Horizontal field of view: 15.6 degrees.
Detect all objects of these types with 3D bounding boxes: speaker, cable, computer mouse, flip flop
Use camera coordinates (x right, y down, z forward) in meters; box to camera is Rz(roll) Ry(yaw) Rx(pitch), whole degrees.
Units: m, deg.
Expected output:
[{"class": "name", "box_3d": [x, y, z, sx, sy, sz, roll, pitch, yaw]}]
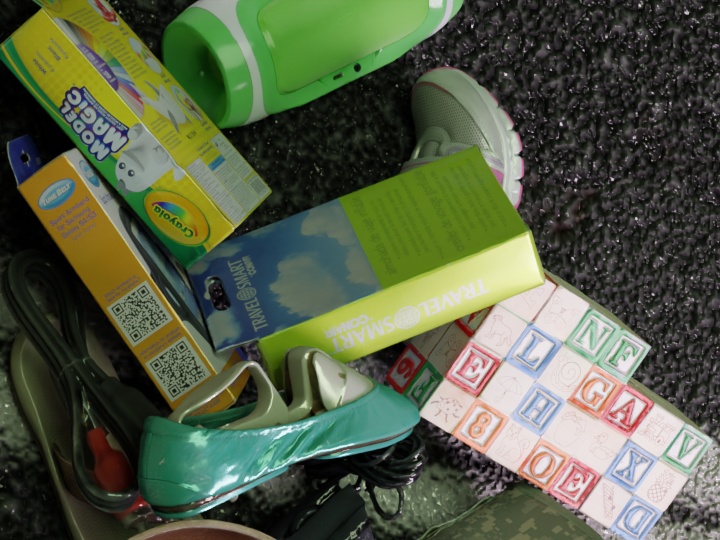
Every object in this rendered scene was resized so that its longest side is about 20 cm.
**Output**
[{"class": "speaker", "box_3d": [-0.028, -0.161, 1.690, 0.199, 0.088, 0.089, -28, 90, -31]}, {"class": "cable", "box_3d": [-0.161, 0.079, 1.532, 0.097, 0.050, 0.200, -26, 65, -42]}, {"class": "computer mouse", "box_3d": [-0.043, 0.179, 1.575, 0.053, 0.138, 0.201, 30, 75, -26]}, {"class": "flip flop", "box_3d": [-0.144, 0.115, 1.567, 0.081, 0.058, 0.201, -25, 89, -31]}]

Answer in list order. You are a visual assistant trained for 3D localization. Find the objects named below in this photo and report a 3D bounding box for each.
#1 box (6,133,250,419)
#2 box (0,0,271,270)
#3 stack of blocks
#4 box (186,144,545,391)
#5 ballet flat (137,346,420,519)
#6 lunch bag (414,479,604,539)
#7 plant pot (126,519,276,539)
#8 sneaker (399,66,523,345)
[{"class": "box", "box_3d": [-0.138, -0.003, 1.570, 0.041, 0.119, 0.201, -32, 95, 6]}, {"class": "box", "box_3d": [-0.144, -0.099, 1.590, 0.200, 0.048, 0.117, 51, 15, -3]}, {"class": "stack of blocks", "box_3d": [0.130, 0.077, 1.673, 0.200, 0.059, 0.115, 33, 96, -30]}, {"class": "box", "box_3d": [0.000, 0.000, 1.598, 0.199, 0.122, 0.048, -21, 123, -4]}, {"class": "ballet flat", "box_3d": [-0.043, 0.082, 1.504, 0.199, 0.067, 0.071, -17, 108, -38]}, {"class": "lunch bag", "box_3d": [0.092, 0.244, 1.627, 0.164, 0.118, 0.201, -30, 85, -30]}, {"class": "plant pot", "box_3d": [-0.122, 0.247, 1.461, 0.186, 0.200, 0.188, 7, 73, -25]}, {"class": "sneaker", "box_3d": [0.054, -0.035, 1.701, 0.088, 0.081, 0.201, -2, 76, -30]}]
